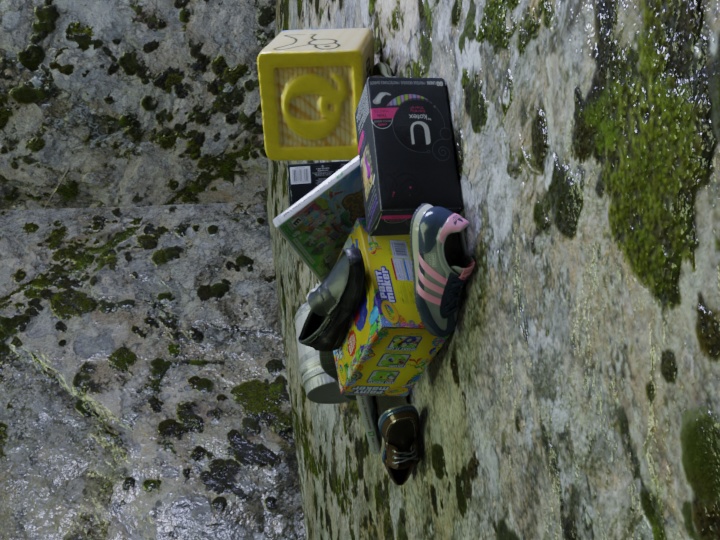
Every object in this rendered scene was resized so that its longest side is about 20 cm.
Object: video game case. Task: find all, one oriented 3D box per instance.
[{"bbox_3d":[-0.026,-0.078,1.410,0.022,0.181,0.200,54,180,35],"label":"video game case"},{"bbox_3d":[0.018,0.200,1.621,0.202,0.022,0.185,-84,-15,-51],"label":"video game case"}]

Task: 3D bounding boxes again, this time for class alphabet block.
[{"bbox_3d":[-0.073,-0.327,1.619,0.201,0.191,0.200,-72,-21,-64],"label":"alphabet block"}]

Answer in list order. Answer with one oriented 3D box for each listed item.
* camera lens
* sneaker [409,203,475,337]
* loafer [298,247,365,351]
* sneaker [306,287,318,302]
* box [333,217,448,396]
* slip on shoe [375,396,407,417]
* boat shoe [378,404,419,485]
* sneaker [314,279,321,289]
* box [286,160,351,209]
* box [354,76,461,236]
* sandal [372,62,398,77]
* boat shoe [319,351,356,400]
[{"bbox_3d":[-0.056,0.164,1.877,0.161,0.156,0.204,109,156,-62],"label":"camera lens"},{"bbox_3d":[0.118,0.011,1.194,0.081,0.070,0.203,17,131,40],"label":"sneaker"},{"bbox_3d":[-0.044,0.048,1.324,0.069,0.069,0.203,-108,29,-43],"label":"loafer"},{"bbox_3d":[-0.032,0.111,1.487,0.075,0.087,0.201,-46,62,20],"label":"sneaker"},{"bbox_3d":[0.036,0.060,1.378,0.194,0.119,0.203,117,148,-47],"label":"box"},{"bbox_3d":[0.050,0.183,1.576,0.061,0.072,0.205,-142,45,-79],"label":"slip on shoe"},{"bbox_3d":[0.073,0.300,1.501,0.202,0.071,0.073,86,170,-52],"label":"boat shoe"},{"bbox_3d":[-0.037,0.026,1.589,0.130,0.078,0.202,54,148,41],"label":"sneaker"},{"bbox_3d":[-0.081,-0.156,1.894,0.200,0.145,0.127,101,166,-87],"label":"box"},{"bbox_3d":[0.065,-0.163,1.267,0.106,0.119,0.204,123,143,-70],"label":"box"},{"bbox_3d":[0.035,-0.312,1.551,0.202,0.056,0.081,-111,23,-62],"label":"sandal"},{"bbox_3d":[-0.026,0.167,1.645,0.203,0.073,0.066,62,-157,-45],"label":"boat shoe"}]
